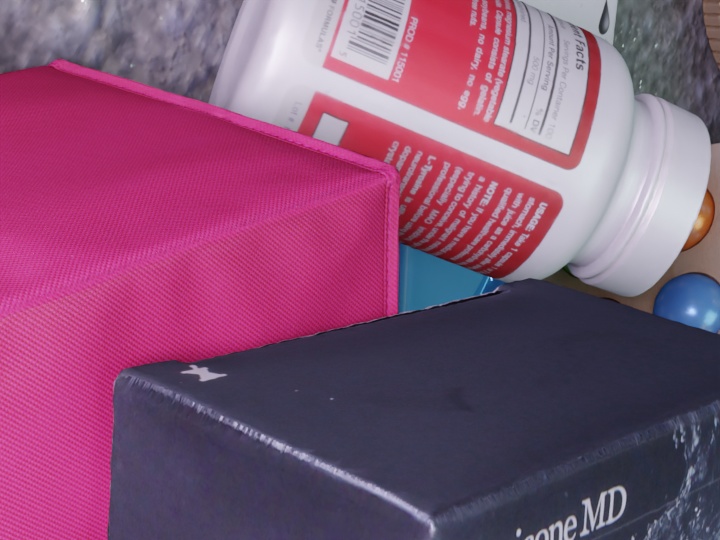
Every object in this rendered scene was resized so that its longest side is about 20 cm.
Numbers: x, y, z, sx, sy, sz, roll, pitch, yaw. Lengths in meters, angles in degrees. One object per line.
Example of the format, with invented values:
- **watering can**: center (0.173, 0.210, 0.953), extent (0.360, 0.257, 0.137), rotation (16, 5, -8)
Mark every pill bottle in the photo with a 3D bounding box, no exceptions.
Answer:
- **pill bottle**: center (0.042, -0.062, 0.620), extent (0.198, 0.112, 0.114), rotation (21, 90, -14)

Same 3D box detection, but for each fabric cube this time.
- **fabric cube**: center (-0.121, 0.059, 0.494), extent (0.198, 0.195, 0.203), rotation (-22, 121, -42)

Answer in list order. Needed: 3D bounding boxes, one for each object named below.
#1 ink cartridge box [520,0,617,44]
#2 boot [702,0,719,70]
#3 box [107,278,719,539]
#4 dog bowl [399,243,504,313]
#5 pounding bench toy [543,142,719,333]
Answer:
- **ink cartridge box**: center (0.070, -0.168, 0.707), extent (0.115, 0.066, 0.203), rotation (-17, 118, -41)
- **boot**: center (0.289, -0.225, 0.923), extent (0.165, 0.072, 0.203), rotation (-26, 126, -41)
- **box**: center (0.028, 0.123, 0.449), extent (0.195, 0.116, 0.203), rotation (-11, 112, -47)
- **dog bowl**: center (0.000, 0.000, 0.711), extent (0.199, 0.049, 0.113), rotation (-21, 123, -41)
- **pounding bench toy**: center (0.182, -0.011, 0.849), extent (0.155, 0.123, 0.203), rotation (31, 50, -48)
